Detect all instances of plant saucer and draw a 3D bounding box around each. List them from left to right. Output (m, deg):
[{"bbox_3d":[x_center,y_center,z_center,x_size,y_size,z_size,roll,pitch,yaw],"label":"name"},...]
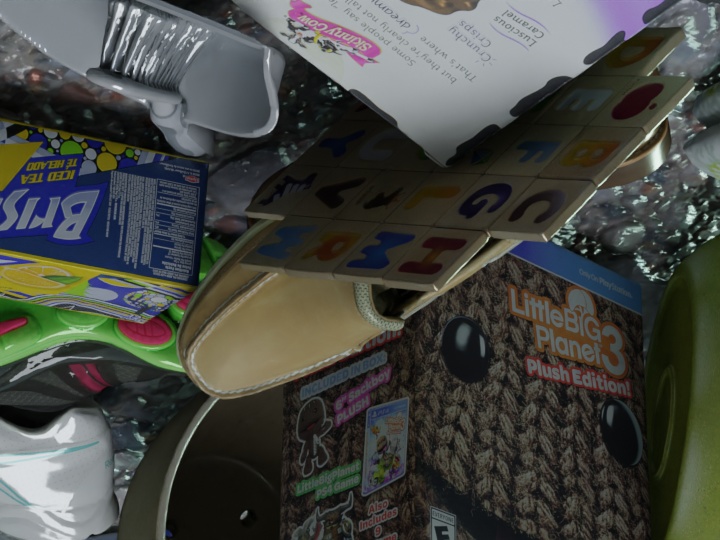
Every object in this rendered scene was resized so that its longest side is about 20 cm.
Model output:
[{"bbox_3d":[0.160,0.076,1.336,0.031,0.201,0.200,7,143,-2],"label":"plant saucer"}]

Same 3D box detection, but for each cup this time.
[{"bbox_3d":[-0.047,0.143,1.417,0.200,0.201,0.143,15,166,-28],"label":"cup"}]

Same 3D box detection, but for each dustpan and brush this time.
[{"bbox_3d":[-0.085,-0.082,1.171,0.139,0.057,0.200,22,-178,12],"label":"dustpan and brush"}]

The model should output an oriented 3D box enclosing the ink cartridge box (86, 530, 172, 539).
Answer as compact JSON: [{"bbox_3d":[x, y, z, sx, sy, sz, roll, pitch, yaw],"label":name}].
[{"bbox_3d":[-0.159,0.198,1.575,0.199,0.042,0.119,-12,144,3],"label":"ink cartridge box"}]

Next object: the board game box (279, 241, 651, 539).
[{"bbox_3d":[0.052,0.085,1.311,0.159,0.201,0.097,23,144,-36],"label":"board game box"}]

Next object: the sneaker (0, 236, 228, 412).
[{"bbox_3d":[-0.133,0.026,1.329,0.199,0.077,0.084,0,161,-6],"label":"sneaker"}]

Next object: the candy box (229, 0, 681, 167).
[{"bbox_3d":[0.042,-0.153,1.053,0.168,0.072,0.200,36,133,-23],"label":"candy box"}]

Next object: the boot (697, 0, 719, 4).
[{"bbox_3d":[0.181,-0.192,1.091,0.164,0.066,0.200,3,138,-18],"label":"boot"}]

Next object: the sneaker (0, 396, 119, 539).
[{"bbox_3d":[-0.220,0.083,1.384,0.199,0.071,0.081,4,119,0],"label":"sneaker"}]

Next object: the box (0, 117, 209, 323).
[{"bbox_3d":[-0.173,-0.030,1.221,0.199,0.065,0.070,12,160,-25],"label":"box"}]

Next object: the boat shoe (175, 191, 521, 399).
[{"bbox_3d":[0.000,0.000,1.183,0.200,0.076,0.072,-37,115,18],"label":"boat shoe"}]

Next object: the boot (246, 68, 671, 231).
[{"bbox_3d":[0.040,-0.062,1.232,0.199,0.074,0.076,-18,142,-3],"label":"boot"}]

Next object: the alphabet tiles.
[{"bbox_3d":[0.041,-0.050,1.139,0.200,0.166,0.006,6,134,52],"label":"alphabet tiles"}]

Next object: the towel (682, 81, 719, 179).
[{"bbox_3d":[0.264,-0.063,1.228,0.171,0.048,0.200,10,167,-24],"label":"towel"}]
